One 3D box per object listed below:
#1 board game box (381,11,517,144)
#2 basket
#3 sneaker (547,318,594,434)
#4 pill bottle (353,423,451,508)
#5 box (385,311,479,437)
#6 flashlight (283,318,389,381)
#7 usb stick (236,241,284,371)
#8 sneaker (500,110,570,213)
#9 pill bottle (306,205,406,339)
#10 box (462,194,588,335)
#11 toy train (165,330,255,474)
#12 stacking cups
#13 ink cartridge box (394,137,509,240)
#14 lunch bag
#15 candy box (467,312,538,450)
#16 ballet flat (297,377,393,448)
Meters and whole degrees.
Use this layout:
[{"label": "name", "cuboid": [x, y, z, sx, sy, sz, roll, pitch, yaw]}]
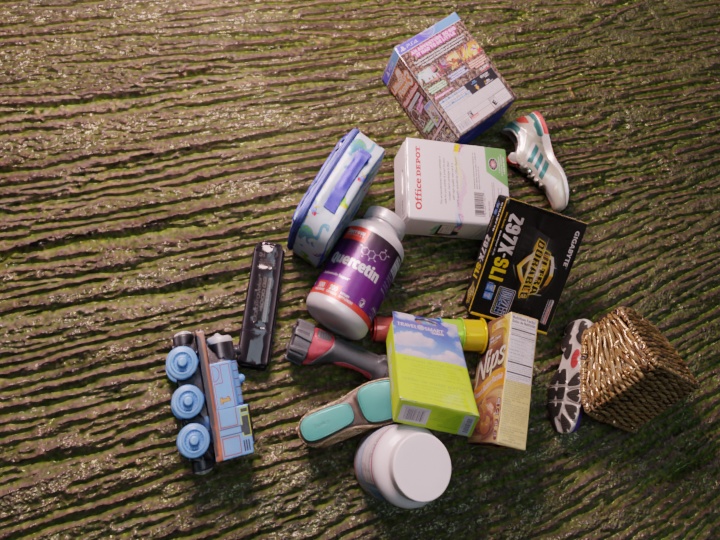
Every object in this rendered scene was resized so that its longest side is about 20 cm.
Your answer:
[{"label": "board game box", "cuboid": [0.163, -0.342, 1.086, 0.157, 0.097, 0.203, -34, 85, -20]}, {"label": "basket", "cuboid": [0.448, 0.164, 0.994, 0.196, 0.149, 0.145, 22, 35, -37]}, {"label": "sneaker", "cuboid": [0.389, 0.188, 1.011, 0.082, 0.080, 0.205, 28, 72, -16]}, {"label": "pill bottle", "cuboid": [0.059, 0.278, 0.835, 0.105, 0.200, 0.113, 3, 74, -12]}, {"label": "box", "cuboid": [0.101, 0.147, 0.869, 0.118, 0.049, 0.202, 13, 30, -8]}, {"label": "flashlight", "cuboid": [-0.024, 0.146, 0.928, 0.195, 0.068, 0.070, 26, 78, -12]}, {"label": "usb stick", "cuboid": [-0.159, 0.055, 0.933, 0.053, 0.033, 0.207, 7, 74, -3]}, {"label": "sneaker", "cuboid": [0.329, -0.198, 1.114, 0.090, 0.070, 0.207, -16, 81, 1]}, {"label": "pill bottle", "cuboid": [0.000, 0.000, 0.944, 0.110, 0.113, 0.204, 29, 70, -4]}, {"label": "box", "cuboid": [0.280, -0.009, 0.998, 0.154, 0.049, 0.206, 15, 103, -10]}, {"label": "toy train", "cuboid": [-0.221, 0.187, 0.855, 0.110, 0.087, 0.207, -8, 79, -22]}, {"label": "stacking cups", "cuboid": [0.114, 0.104, 0.970, 0.192, 0.061, 0.063, 5, 73, -13]}, {"label": "ink cartridge box", "cuboid": [0.160, -0.142, 1.037, 0.192, 0.084, 0.150, 3, 74, -14]}, {"label": "lunch bag", "cuboid": [-0.041, -0.117, 0.941, 0.081, 0.161, 0.203, 31, 71, -3]}, {"label": "candy box", "cuboid": [0.231, 0.183, 0.949, 0.053, 0.116, 0.207, 14, 72, -10]}, {"label": "ballet flat", "cuboid": [-0.003, 0.220, 0.901, 0.193, 0.066, 0.073, -16, 66, -5]}]
